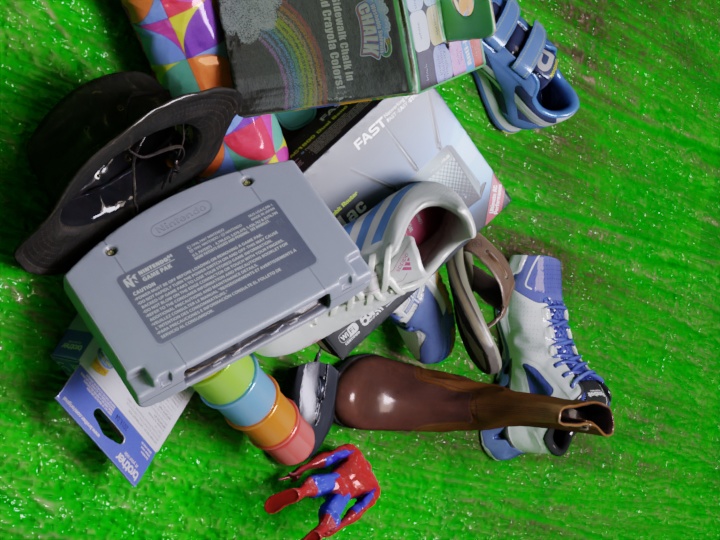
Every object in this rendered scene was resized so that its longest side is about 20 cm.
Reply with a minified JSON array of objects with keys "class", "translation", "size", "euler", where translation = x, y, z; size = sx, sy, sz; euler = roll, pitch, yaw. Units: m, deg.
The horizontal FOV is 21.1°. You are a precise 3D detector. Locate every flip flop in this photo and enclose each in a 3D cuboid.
[{"class":"flip flop","translation":[0.106,0.000,1.713],"size":[0.081,0.057,0.201],"euler":[77,5,-47]}]

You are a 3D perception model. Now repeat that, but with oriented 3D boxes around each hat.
[{"class":"hat","translation":[-0.183,-0.089,1.389],"size":[0.081,0.201,0.200],"euler":[50,45,10]}]

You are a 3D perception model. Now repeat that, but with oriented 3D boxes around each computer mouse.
[{"class":"computer mouse","translation":[-0.026,0.071,1.613],"size":[0.058,0.034,0.202],"euler":[13,99,-37]}]

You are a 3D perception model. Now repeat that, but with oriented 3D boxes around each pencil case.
[{"class":"pencil case","translation":[-0.121,-0.152,1.472],"size":[0.088,0.088,0.201],"euler":[-46,130,-36]}]

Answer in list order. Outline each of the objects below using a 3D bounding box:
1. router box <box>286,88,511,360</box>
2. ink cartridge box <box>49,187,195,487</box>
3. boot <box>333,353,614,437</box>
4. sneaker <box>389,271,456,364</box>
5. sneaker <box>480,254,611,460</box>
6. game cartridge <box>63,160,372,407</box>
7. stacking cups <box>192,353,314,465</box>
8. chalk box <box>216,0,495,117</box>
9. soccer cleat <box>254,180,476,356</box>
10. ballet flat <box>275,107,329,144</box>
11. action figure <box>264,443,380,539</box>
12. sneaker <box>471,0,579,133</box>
[{"class":"router box","translation":[0.004,-0.052,1.546],"size":[0.200,0.062,0.150],"euler":[-43,119,-8]},{"class":"ink cartridge box","translation":[-0.162,0.049,1.479],"size":[0.120,0.042,0.201],"euler":[56,52,-41]},{"class":"boot","translation":[0.093,0.123,1.672],"size":[0.188,0.199,0.069],"euler":[19,82,-50]},{"class":"sneaker","translation":[0.016,0.006,1.679],"size":[0.088,0.075,0.201],"euler":[-35,118,-25]},{"class":"sneaker","translation":[0.189,0.089,1.850],"size":[0.080,0.114,0.202],"euler":[8,89,-51]},{"class":"game cartridge","translation":[-0.108,0.002,1.417],"size":[0.199,0.133,0.042],"euler":[-28,149,-18]},{"class":"stacking cups","translation":[-0.098,0.093,1.504],"size":[0.061,0.060,0.200],"euler":[-64,146,-22]},{"class":"chalk box","translation":[0.011,-0.192,1.421],"size":[0.124,0.198,0.126],"euler":[-29,111,-59]},{"class":"soccer cleat","translation":[0.000,0.000,1.473],"size":[0.199,0.086,0.070],"euler":[-37,119,-11]},{"class":"ballet flat","translation":[-0.047,-0.119,1.575],"size":[0.074,0.074,0.201],"euler":[-43,127,-38]},{"class":"action figure","translation":[-0.027,0.187,1.620],"size":[0.066,0.052,0.200],"euler":[58,21,4]},{"class":"sneaker","translation":[0.135,-0.206,1.770],"size":[0.200,0.082,0.074],"euler":[50,59,-39]}]
